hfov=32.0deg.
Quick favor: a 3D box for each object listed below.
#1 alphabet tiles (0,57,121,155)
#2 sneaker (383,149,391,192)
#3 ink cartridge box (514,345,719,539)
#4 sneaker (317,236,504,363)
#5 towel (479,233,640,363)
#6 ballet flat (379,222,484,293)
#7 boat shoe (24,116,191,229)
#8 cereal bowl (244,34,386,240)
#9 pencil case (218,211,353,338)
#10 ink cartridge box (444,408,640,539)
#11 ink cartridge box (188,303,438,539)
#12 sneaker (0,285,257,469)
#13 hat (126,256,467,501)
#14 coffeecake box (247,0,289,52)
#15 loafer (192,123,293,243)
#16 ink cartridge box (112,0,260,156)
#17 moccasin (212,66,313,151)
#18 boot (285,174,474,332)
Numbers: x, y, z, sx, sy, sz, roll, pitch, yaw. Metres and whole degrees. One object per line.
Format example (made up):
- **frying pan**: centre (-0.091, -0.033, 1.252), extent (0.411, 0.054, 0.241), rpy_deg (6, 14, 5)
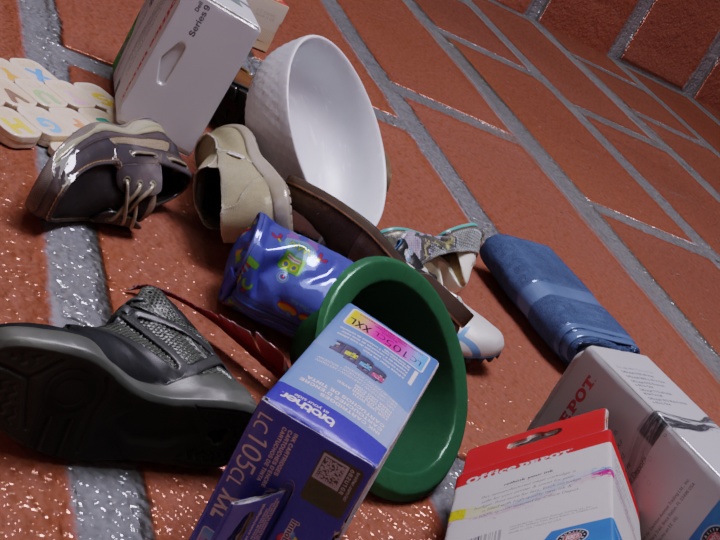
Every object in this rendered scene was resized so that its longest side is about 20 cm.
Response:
- **alphabet tiles**: centre (-0.280, -0.146, 1.151), extent (0.195, 0.015, 0.199), rpy_deg (39, 22, 20)
- **sneaker**: centre (-0.039, -0.136, 1.383), extent (0.089, 0.068, 0.201), rpy_deg (14, 24, -27)
- **ink cartridge box**: centre (0.208, 0.174, 0.904), extent (0.083, 0.146, 0.200), rpy_deg (10, 29, -42)
- **sneaker**: centre (0.049, 0.020, 1.140), extent (0.198, 0.073, 0.072), rpy_deg (29, 19, -7)
- **towel**: centre (0.208, 0.038, 1.341), extent (0.111, 0.049, 0.201), rpy_deg (15, 27, -35)
- **ballet flat**: centre (0.073, -0.006, 1.257), extent (0.072, 0.073, 0.199), rpy_deg (40, 23, 25)
- **boat shoe**: centre (-0.195, -0.076, 1.025), extent (0.073, 0.075, 0.200), rpy_deg (37, 26, 6)
- **cereal bowl**: centre (-0.053, -0.121, 1.224), extent (0.200, 0.082, 0.203), rpy_deg (37, 46, -51)
- **pencil case**: centre (-0.019, 0.034, 1.010), extent (0.198, 0.078, 0.087), rpy_deg (29, 39, -5)
- **ink cartridge box**: centre (0.120, 0.172, 0.816), extent (0.200, 0.115, 0.068), rpy_deg (-60, 129, -68)
- **ink cartridge box**: centre (-0.032, 0.119, 0.722), extent (0.076, 0.138, 0.200), rpy_deg (29, 21, 4)
- **sneaker**: centre (-0.162, 0.058, 0.777), extent (0.198, 0.077, 0.114), rpy_deg (15, 24, -42)
- **hat**: centre (-0.038, 0.079, 0.957), extent (0.165, 0.175, 0.203), rpy_deg (-18, 94, -49)
- **coffeecake box**: centre (-0.204, -0.396, 1.721), extent (0.152, 0.074, 0.201), rpy_deg (17, 25, -33)
- **loafer**: centre (-0.119, -0.078, 1.112), extent (0.067, 0.077, 0.200), rpy_deg (-9, 24, -21)
- **ink cartridge box**: centre (-0.178, -0.219, 1.241), extent (0.083, 0.147, 0.200), rpy_deg (26, 17, -22)
- **moccasin**: centre (-0.118, -0.173, 1.357), extent (0.200, 0.074, 0.077), rpy_deg (34, 28, 33)
- **boot**: centre (0.000, 0.000, 1.073), extent (0.200, 0.076, 0.074), rpy_deg (42, 1, 1)
